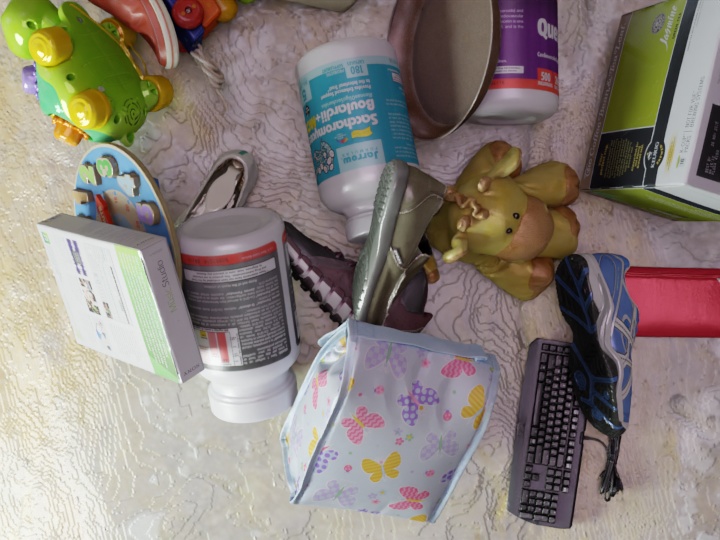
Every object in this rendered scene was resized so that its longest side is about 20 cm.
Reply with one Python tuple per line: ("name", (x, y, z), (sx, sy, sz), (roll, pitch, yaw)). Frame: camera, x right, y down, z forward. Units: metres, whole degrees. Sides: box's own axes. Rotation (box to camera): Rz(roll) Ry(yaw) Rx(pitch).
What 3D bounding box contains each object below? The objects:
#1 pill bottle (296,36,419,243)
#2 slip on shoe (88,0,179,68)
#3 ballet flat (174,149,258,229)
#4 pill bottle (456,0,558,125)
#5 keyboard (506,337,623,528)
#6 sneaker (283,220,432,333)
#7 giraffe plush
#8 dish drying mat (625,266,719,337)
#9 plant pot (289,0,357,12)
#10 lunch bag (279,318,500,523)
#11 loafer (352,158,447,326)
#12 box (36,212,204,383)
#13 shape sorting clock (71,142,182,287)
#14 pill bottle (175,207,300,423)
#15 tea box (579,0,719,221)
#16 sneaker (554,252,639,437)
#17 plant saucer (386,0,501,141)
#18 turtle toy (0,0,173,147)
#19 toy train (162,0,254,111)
("pill bottle", (0.002, -0.134, 1.174), (0.110, 0.111, 0.202), (-11, 82, -2))
("slip on shoe", (-0.255, -0.290, 1.169), (0.061, 0.074, 0.201), (-35, 87, -18))
("ballet flat", (-0.171, -0.042, 1.199), (0.069, 0.069, 0.201), (26, 88, 0))
("pill bottle", (0.155, -0.261, 1.190), (0.111, 0.112, 0.202), (0, 88, -1))
("keyboard", (0.233, 0.181, 1.222), (0.126, 0.021, 0.202), (8, 89, -1))
("sneaker", (0.000, 0.000, 1.205), (0.115, 0.076, 0.200), (-42, 98, -9))
("giraffe plush", (0.141, -0.058, 1.156), (0.198, 0.162, 0.174), (2, 88, -2))
("dish drying mat", (0.347, 0.035, 1.230), (0.198, 0.018, 0.078), (1, 89, -1))
("plant pot", (-0.053, -0.393, 1.125), (0.198, 0.177, 0.202), (5, 88, -27))
("lunch bag", (0.029, 0.140, 1.118), (0.168, 0.128, 0.201), (11, 125, -19))
("loafer", (0.038, -0.010, 1.104), (0.069, 0.075, 0.201), (10, 121, -9))
("box", (-0.242, 0.024, 1.120), (0.036, 0.199, 0.145), (-30, 119, -35))
("shape sorting clock", (-0.243, -0.031, 1.146), (0.039, 0.200, 0.202), (-18, 88, -34))
("pill bottle", (-0.122, 0.046, 1.147), (0.115, 0.116, 0.202), (-7, 110, -1))
("tea box", (0.345, -0.162, 1.136), (0.133, 0.197, 0.202), (15, 88, -20))
("sneaker", (0.265, 0.077, 1.182), (0.077, 0.076, 0.202), (-13, 99, -28))
("plant saucer", (0.089, -0.234, 1.161), (0.032, 0.200, 0.202), (0, 88, -29))
("turtle toy", (-0.300, -0.211, 1.176), (0.101, 0.146, 0.201), (-34, 88, 32))
("toy train", (-0.153, -0.282, 1.206), (0.115, 0.085, 0.201), (-34, 89, -15))
